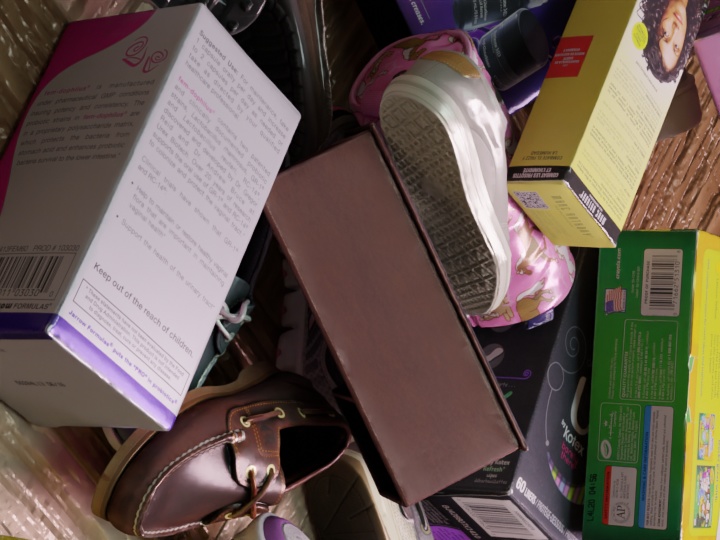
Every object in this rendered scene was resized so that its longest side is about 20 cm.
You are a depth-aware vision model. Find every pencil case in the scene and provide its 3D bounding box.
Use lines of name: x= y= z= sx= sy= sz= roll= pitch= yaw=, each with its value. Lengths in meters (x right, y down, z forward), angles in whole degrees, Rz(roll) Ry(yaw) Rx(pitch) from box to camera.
pencil case: x=0.064 y=-0.053 z=1.221 sx=0.087 sy=0.082 sz=0.200 roll=-83 pitch=152 yaw=-48

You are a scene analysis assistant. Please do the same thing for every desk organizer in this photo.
desk organizer: x=0.010 y=0.026 z=1.116 sx=0.077 sy=0.072 sz=0.201 roll=-26 pitch=95 yaw=-11

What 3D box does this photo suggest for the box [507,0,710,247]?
box: x=0.154 y=-0.117 z=1.223 sx=0.075 sy=0.050 sz=0.201 roll=44 pitch=61 yaw=-42

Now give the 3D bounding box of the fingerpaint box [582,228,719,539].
fingerpaint box: x=0.214 y=0.081 z=1.310 sx=0.167 sy=0.073 sz=0.201 roll=10 pitch=82 yaw=-58

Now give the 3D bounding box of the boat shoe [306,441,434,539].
boat shoe: x=0.028 y=0.196 z=1.240 sx=0.066 sy=0.072 sz=0.202 roll=-31 pitch=108 yaw=-42

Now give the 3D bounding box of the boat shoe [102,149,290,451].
boat shoe: x=-0.090 y=0.008 z=1.104 sx=0.073 sy=0.062 sz=0.201 roll=39 pitch=60 yaw=-46

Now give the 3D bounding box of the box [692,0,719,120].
box: x=0.303 y=-0.112 z=1.353 sx=0.200 sy=0.096 sz=0.176 roll=-60 pitch=129 yaw=-68

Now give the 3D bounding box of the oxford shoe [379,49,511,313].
oxford shoe: x=0.057 y=-0.048 z=1.131 sx=0.058 sy=0.075 sz=0.200 roll=-54 pitch=149 yaw=-29

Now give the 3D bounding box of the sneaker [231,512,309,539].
sneaker: x=-0.051 y=0.201 z=1.154 sx=0.075 sy=0.099 sz=0.200 roll=58 pitch=4 yaw=32

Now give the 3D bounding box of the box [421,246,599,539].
box: x=0.110 y=0.083 z=1.318 sx=0.122 sy=0.106 sz=0.201 roll=46 pitch=54 yaw=-43

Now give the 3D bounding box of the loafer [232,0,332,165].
loafer: x=-0.045 y=-0.159 z=1.158 sx=0.071 sy=0.073 sz=0.201 roll=-18 pitch=103 yaw=-49

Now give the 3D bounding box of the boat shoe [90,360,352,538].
boat shoe: x=-0.068 y=0.101 z=1.085 sx=0.200 sy=0.070 sz=0.071 roll=-28 pitch=148 yaw=-59

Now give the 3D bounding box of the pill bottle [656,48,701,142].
pill bottle: x=0.179 y=-0.193 z=1.404 sx=0.120 sy=0.119 sz=0.201 roll=-31 pitch=113 yaw=-47

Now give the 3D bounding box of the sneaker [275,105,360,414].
sneaker: x=0.000 y=0.000 z=1.198 sx=0.074 sy=0.087 sz=0.201 roll=7 pitch=83 yaw=-51

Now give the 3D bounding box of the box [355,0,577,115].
box: x=0.065 y=-0.203 z=1.251 sx=0.141 sy=0.079 sz=0.200 roll=-36 pitch=120 yaw=-14

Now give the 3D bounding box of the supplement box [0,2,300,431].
supplement box: x=-0.126 y=-0.028 z=1.030 sx=0.103 sy=0.101 sz=0.201 roll=45 pitch=56 yaw=-41

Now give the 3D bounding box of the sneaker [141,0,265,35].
sneaker: x=-0.141 y=-0.196 z=1.049 sx=0.200 sy=0.091 sz=0.067 roll=32 pitch=102 yaw=-22

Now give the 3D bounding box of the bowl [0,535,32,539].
bowl: x=-0.151 y=0.226 z=0.966 sx=0.200 sy=0.107 sz=0.201 roll=12 pitch=73 yaw=-46
